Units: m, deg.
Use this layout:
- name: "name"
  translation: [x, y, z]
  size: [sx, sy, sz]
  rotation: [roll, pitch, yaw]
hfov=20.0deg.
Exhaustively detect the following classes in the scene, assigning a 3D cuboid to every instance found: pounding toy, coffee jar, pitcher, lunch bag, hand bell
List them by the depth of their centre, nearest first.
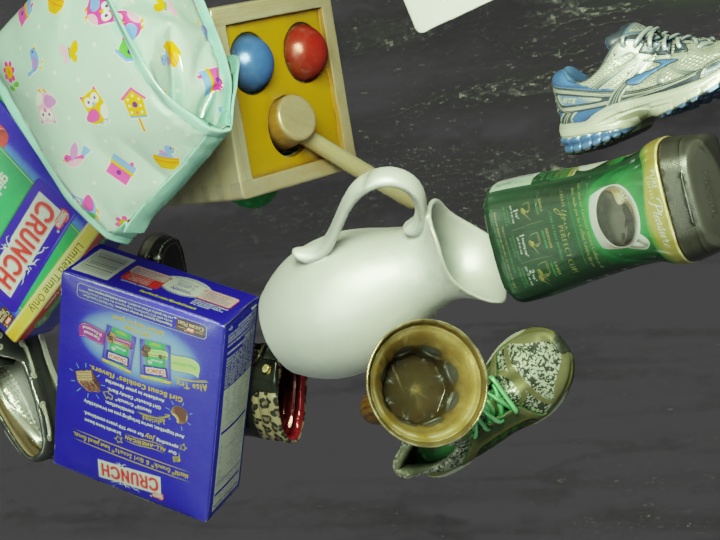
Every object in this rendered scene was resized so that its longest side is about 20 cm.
- name: "lunch bag"
  translation: [-0.188, -0.144, 1.633]
  size: [0.170, 0.121, 0.201]
  rotation: [-42, 70, 37]
- name: "coffee jar"
  translation: [0.206, -0.044, 1.659]
  size: [0.199, 0.085, 0.105]
  rotation: [-14, 92, 29]
- name: "pitcher"
  translation: [0.000, 0.000, 1.738]
  size: [0.199, 0.122, 0.172]
  rotation: [-25, 125, 26]
- name: "pounding toy"
  translation: [-0.071, -0.131, 1.740]
  size: [0.141, 0.183, 0.202]
  rotation: [-3, 100, 39]
- name: "hand bell"
  translation: [0.032, 0.108, 1.746]
  size: [0.103, 0.200, 0.105]
  rotation: [2, 80, -13]

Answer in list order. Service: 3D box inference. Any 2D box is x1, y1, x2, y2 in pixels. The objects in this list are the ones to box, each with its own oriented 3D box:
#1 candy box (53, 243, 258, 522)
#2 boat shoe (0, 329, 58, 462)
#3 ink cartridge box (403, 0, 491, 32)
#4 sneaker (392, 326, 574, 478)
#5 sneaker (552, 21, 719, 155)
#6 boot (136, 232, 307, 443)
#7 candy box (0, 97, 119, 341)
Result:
- name: "candy box"
  translation: [-0.185, 0.100, 1.818]
  size: [0.168, 0.077, 0.202]
  rotation: [18, 117, 20]
- name: "boat shoe"
  translation: [-0.343, 0.093, 1.981]
  size: [0.074, 0.060, 0.201]
  rotation: [-26, 89, 29]
- name: "ink cartridge box"
  translation: [0.066, -0.310, 1.679]
  size: [0.115, 0.067, 0.202]
  rotation: [-21, 91, 28]
- name: "sneaker"
  translation: [0.102, 0.126, 1.747]
  size: [0.200, 0.089, 0.077]
  rotation: [-43, 86, 28]
- name: "sneaker"
  translation: [0.235, -0.163, 1.626]
  size: [0.199, 0.077, 0.086]
  rotation: [-23, 87, 28]
- name: "boot"
  translation: [-0.128, 0.067, 1.860]
  size: [0.149, 0.073, 0.202]
  rotation: [6, 108, 27]
- name: "candy box"
  translation: [-0.328, -0.063, 1.920]
  size: [0.200, 0.077, 0.169]
  rotation: [45, 114, 9]
